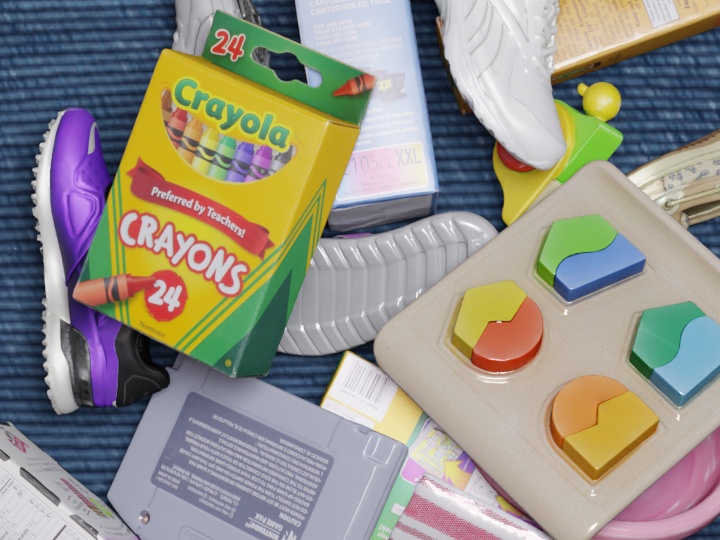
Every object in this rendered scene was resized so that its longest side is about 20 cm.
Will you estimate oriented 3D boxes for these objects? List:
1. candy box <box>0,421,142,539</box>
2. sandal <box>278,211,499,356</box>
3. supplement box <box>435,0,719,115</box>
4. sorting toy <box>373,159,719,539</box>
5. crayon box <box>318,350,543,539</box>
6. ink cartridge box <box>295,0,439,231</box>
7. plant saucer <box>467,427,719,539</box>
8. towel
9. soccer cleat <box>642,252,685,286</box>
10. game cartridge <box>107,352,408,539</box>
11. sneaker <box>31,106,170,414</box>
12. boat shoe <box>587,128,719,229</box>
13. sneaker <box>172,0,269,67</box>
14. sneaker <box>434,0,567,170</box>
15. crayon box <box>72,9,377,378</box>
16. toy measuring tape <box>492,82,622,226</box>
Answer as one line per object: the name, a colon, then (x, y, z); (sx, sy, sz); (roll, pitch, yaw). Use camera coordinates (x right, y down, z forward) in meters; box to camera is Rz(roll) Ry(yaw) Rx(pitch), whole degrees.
candy box: (-0.181, 0.180, 1.392); (0.200, 0.136, 0.061); (40, 88, 5)
sandal: (0.002, 0.007, 1.444); (0.202, 0.050, 0.083); (-9, 104, 18)
supplement box: (0.151, -0.167, 1.447); (0.200, 0.067, 0.069); (-22, 85, -1)
sorting toy: (0.137, 0.043, 1.334); (0.200, 0.037, 0.185); (-39, 68, -16)
crayon box: (0.052, 0.149, 1.427); (0.200, 0.058, 0.119); (27, 87, 3)
ink cartridge box: (-0.001, -0.134, 1.413); (0.076, 0.136, 0.201); (-10, 85, -1)
plant saucer: (0.147, 0.095, 1.392); (0.200, 0.051, 0.201); (10, 49, -11)
towel: (0.071, 0.221, 1.377); (0.146, 0.030, 0.200); (27, 128, 4)
soccer cleat: (0.216, 0.038, 1.398); (0.199, 0.077, 0.067); (12, 68, 12)
game cartridge: (-0.070, 0.139, 1.394); (0.200, 0.041, 0.133); (22, 81, 40)
sneaker: (-0.158, -0.009, 1.437); (0.099, 0.070, 0.201); (-3, 89, 6)
boat shoe: (0.220, -0.048, 1.431); (0.200, 0.073, 0.063); (-27, 82, -1)
sneaker: (-0.106, -0.116, 1.440); (0.099, 0.078, 0.200); (-18, 79, 11)
sneaker: (0.096, -0.163, 1.369); (0.099, 0.078, 0.200); (-24, 82, 14)
crayon box: (-0.084, -0.050, 1.342); (0.127, 0.051, 0.200); (24, 99, 23)
toy measuring tape: (0.100, -0.048, 1.448); (0.074, 0.074, 0.200); (40, 105, 4)
